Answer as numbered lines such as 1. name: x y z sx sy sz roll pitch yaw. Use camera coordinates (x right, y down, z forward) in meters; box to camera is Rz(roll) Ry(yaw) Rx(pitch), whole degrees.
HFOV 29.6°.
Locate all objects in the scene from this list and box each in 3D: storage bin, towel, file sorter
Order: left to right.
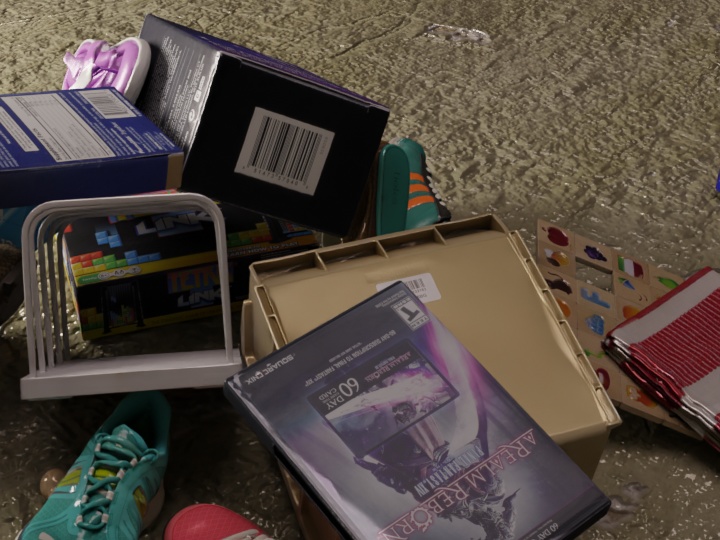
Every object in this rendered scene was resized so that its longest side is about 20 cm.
1. file sorter: -0.154 0.015 0.939 0.137 0.126 0.200 -4 0 -6
2. storage bin: 0.038 0.075 0.913 0.197 0.094 0.200 -12 52 -17
3. towel: 0.287 0.081 0.975 0.143 0.023 0.200 -27 56 -36

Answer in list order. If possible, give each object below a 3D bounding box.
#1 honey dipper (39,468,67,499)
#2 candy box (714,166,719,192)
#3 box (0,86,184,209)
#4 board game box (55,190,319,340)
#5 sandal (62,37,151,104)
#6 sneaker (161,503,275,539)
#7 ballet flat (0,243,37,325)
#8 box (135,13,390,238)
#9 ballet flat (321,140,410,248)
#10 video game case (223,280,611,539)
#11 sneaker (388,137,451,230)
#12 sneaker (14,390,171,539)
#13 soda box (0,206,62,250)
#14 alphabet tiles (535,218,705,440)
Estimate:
1. honey dipper: -0.185 0.190 0.842 0.037 0.038 0.201 -8 31 -12
2. candy box: 0.451 -0.087 1.218 0.168 0.078 0.199 -23 42 -32
3. box: -0.234 -0.083 0.918 0.198 0.033 0.121 -8 33 -34
4. board game box: -0.150 -0.026 1.142 0.197 0.057 0.166 -11 36 -16
5. sandal: -0.218 -0.152 1.090 0.049 0.083 0.202 19 -1 -25
6. sneaker: -0.050 0.184 0.801 0.073 0.088 0.200 -22 39 -31
7. ballet flat: -0.267 0.031 0.860 0.046 0.068 0.200 26 28 3
8. box: -0.092 -0.115 1.051 0.147 0.106 0.200 15 11 -30
9. ballet flat: 0.000 0.000 1.047 0.072 0.203 0.067 -11 -15 38
10. video game case: 0.032 0.105 0.813 0.142 0.019 0.200 -28 59 -28
11. sneaker: 0.046 -0.039 1.156 0.079 0.072 0.201 6 42 7
12. sneaker: -0.159 0.137 0.835 0.077 0.080 0.200 20 22 -5
13. soda box: -0.251 -0.069 1.036 0.067 0.065 0.200 16 16 0
14. alphabet tiles: 0.207 0.045 1.031 0.165 0.008 0.201 22 34 -7
